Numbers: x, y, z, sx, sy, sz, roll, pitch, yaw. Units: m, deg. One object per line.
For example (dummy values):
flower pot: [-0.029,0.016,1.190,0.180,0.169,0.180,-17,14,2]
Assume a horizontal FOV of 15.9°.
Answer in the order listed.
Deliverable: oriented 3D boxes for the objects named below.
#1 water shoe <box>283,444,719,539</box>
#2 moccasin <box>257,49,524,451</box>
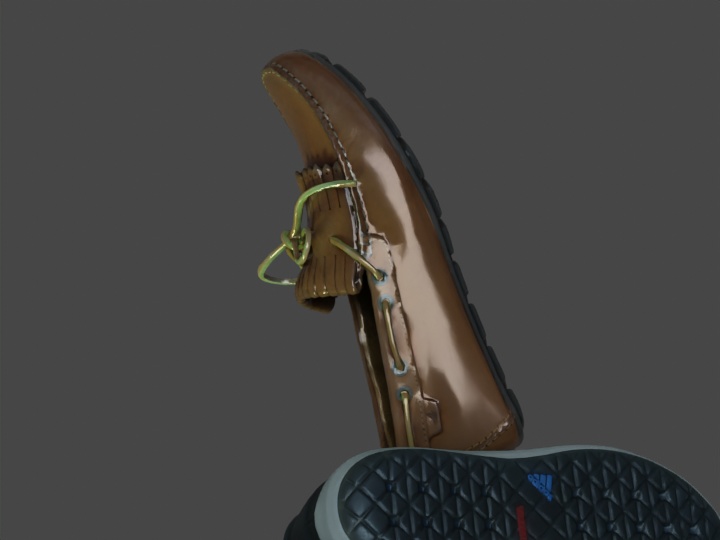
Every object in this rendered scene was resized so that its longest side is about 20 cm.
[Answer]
water shoe: [0.064,0.113,1.104,0.200,0.079,0.072,12,65,-24]
moccasin: [0.000,0.000,1.127,0.078,0.074,0.201,-22,91,-10]
